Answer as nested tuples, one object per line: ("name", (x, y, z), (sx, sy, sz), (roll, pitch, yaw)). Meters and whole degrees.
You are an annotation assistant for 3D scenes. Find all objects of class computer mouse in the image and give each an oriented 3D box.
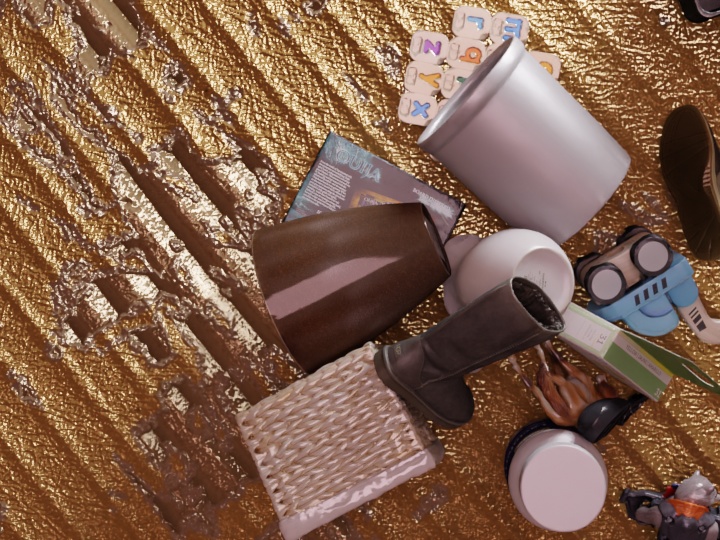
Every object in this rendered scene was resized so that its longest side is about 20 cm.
("computer mouse", (0.297, 0.162, 1.295), (0.034, 0.199, 0.059), (42, 109, 20))

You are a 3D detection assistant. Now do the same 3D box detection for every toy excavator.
("toy excavator", (0.384, 0.038, 1.345), (0.193, 0.100, 0.201), (-31, 99, 5))

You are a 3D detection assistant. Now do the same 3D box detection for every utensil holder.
("utensil holder", (0.194, -0.146, 1.308), (0.200, 0.170, 0.170), (42, 92, -9))

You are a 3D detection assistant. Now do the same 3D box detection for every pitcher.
("pitcher", (0.164, 0.039, 1.295), (0.120, 0.200, 0.174), (3, 89, -20))

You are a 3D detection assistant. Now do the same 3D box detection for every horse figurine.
("horse figurine", (0.241, 0.135, 1.305), (0.050, 0.200, 0.133), (-39, 81, 21))

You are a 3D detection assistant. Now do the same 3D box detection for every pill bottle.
("pill bottle", (0.228, 0.239, 1.289), (0.114, 0.200, 0.117), (0, 88, 5))

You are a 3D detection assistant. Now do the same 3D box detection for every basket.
("basket", (-0.022, 0.201, 1.317), (0.199, 0.198, 0.162), (-29, 82, 4))

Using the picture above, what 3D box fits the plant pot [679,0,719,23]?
("plant pot", (0.445, -0.404, 1.302), (0.198, 0.177, 0.202), (-20, 87, 5))

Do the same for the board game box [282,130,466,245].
("board game box", (0.017, -0.072, 1.403), (0.199, 0.028, 0.136), (29, 91, 6))

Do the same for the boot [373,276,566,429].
("boot", (0.137, 0.091, 1.212), (0.199, 0.181, 0.073), (-33, 49, 24))

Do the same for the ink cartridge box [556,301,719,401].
("ink cartridge box", (0.321, 0.108, 1.267), (0.200, 0.145, 0.048), (33, 90, 48))

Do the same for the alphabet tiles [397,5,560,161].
("alphabet tiles", (0.151, -0.231, 1.403), (0.193, 0.015, 0.202), (10, 89, 6))

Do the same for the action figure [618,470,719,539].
("action figure", (0.408, 0.339, 1.320), (0.198, 0.105, 0.196), (5, 100, 10))

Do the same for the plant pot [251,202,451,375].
("plant pot", (0.000, 0.000, 1.309), (0.198, 0.187, 0.189), (-23, 86, 10))

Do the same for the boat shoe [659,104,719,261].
("boat shoe", (0.420, -0.104, 1.353), (0.073, 0.064, 0.202), (-21, 67, 42))
